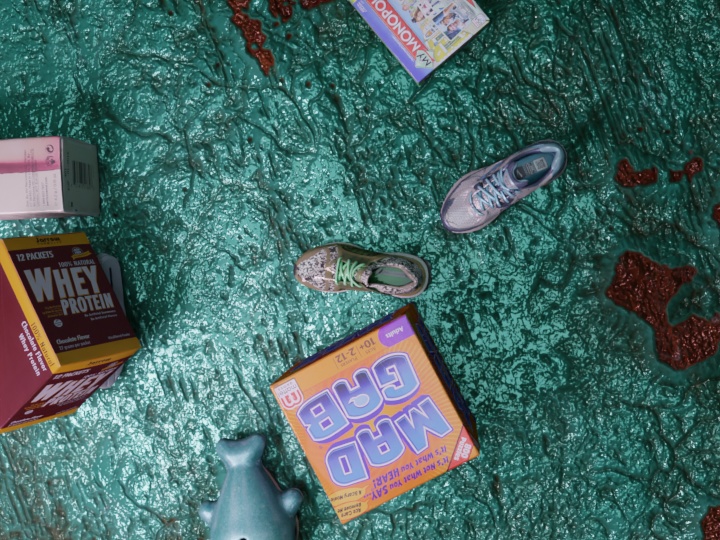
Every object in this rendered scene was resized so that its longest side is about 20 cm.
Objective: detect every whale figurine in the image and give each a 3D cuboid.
[{"bbox_3d":[-0.163,0.342,1.259,0.158,0.104,0.201,-8,92,7],"label":"whale figurine"}]

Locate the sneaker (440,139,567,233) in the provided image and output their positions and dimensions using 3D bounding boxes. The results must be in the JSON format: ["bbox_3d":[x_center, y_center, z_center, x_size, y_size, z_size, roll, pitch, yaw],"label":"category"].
[{"bbox_3d":[0.195,-0.122,1.206,0.200,0.086,0.078,-34,88,7],"label":"sneaker"}]

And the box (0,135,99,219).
[{"bbox_3d":[-0.499,-0.131,1.264,0.199,0.128,0.110,-2,92,6],"label":"box"}]

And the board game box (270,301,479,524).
[{"bbox_3d":[0.027,0.182,1.182,0.199,0.200,0.201,-28,89,6],"label":"board game box"}]

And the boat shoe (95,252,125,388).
[{"bbox_3d":[-0.395,0.073,1.299,0.071,0.072,0.201,3,93,27],"label":"boat shoe"}]

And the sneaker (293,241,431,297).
[{"bbox_3d":[0.000,0.000,1.232,0.199,0.089,0.077,2,93,7],"label":"sneaker"}]

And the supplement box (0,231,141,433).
[{"bbox_3d":[-0.446,0.084,1.209,0.200,0.133,0.198,-40,73,33],"label":"supplement box"}]

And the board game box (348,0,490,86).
[{"bbox_3d":[0.071,-0.384,1.237,0.134,0.029,0.200,-40,88,6],"label":"board game box"}]
